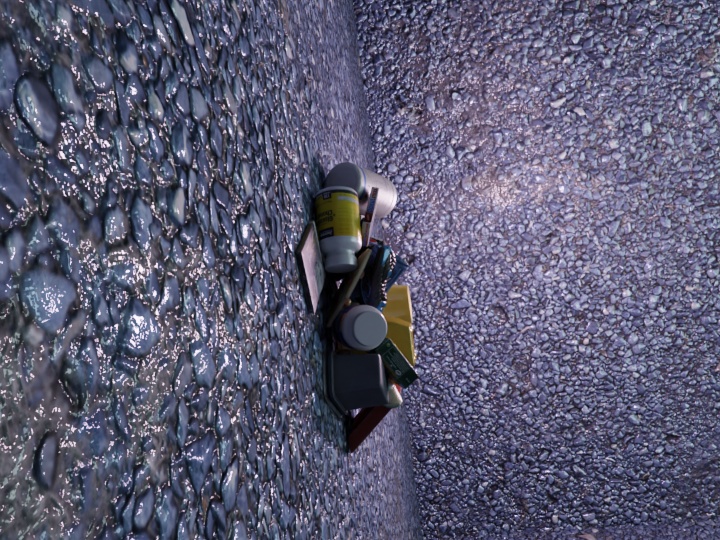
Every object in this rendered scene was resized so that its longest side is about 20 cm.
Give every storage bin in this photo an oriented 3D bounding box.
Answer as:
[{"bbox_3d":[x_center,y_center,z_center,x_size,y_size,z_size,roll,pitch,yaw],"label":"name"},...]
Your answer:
[{"bbox_3d":[-0.006,0.264,1.469,0.200,0.134,0.146,72,13,-60],"label":"storage bin"}]

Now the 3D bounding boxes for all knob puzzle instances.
[{"bbox_3d":[-0.018,0.033,1.522,0.220,0.030,0.220,-59,-173,12],"label":"knob puzzle"}]

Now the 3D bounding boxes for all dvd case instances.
[{"bbox_3d":[-0.110,-0.012,1.369,0.200,0.016,0.149,-82,163,-66],"label":"dvd case"}]

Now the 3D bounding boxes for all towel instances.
[{"bbox_3d":[0.031,0.027,1.625,0.200,0.111,0.049,-52,-159,28],"label":"towel"}]

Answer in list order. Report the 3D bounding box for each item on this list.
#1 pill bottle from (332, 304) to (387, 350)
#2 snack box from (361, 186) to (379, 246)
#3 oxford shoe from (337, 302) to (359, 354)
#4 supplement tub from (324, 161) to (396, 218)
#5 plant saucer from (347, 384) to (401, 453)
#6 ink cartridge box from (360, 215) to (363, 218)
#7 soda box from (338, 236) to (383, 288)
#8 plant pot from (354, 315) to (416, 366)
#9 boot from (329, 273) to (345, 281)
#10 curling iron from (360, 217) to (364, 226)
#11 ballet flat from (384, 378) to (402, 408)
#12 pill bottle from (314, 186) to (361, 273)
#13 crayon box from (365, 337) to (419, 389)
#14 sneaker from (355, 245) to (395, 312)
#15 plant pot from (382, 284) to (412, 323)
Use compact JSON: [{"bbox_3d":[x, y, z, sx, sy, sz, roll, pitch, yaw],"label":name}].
[{"bbox_3d":[0.000,0.141,1.485,0.200,0.112,0.113,162,-78,-77],"label":"pill bottle"},{"bbox_3d":[0.025,-0.146,1.594,0.200,0.024,0.072,-77,177,-55],"label":"snack box"},{"bbox_3d":[-0.025,0.184,1.621,0.071,0.074,0.201,-38,122,-85],"label":"oxford shoe"},{"bbox_3d":[0.001,-0.229,1.740,0.200,0.132,0.132,11,70,-56],"label":"supplement tub"},{"bbox_3d":[0.036,0.388,1.664,0.037,0.200,0.200,40,9,1],"label":"plant saucer"},{"bbox_3d":[-0.021,-0.095,1.889,0.146,0.082,0.201,61,23,-72],"label":"ink cartridge box"},{"bbox_3d":[0.000,0.000,1.674,0.063,0.071,0.200,-90,-160,-55],"label":"soda box"},{"bbox_3d":[0.060,0.227,1.762,0.194,0.199,0.196,2,82,-83],"label":"plant pot"},{"bbox_3d":[-0.056,-0.045,1.668,0.200,0.073,0.155,64,28,-76],"label":"boot"},{"bbox_3d":[-0.006,-0.059,1.698,0.050,0.025,0.201,-71,176,-65],"label":"curling iron"},{"bbox_3d":[0.040,0.290,1.581,0.200,0.067,0.063,33,-48,52],"label":"ballet flat"},{"bbox_3d":[-0.055,-0.101,1.505,0.112,0.112,0.201,60,24,-72],"label":"pill bottle"},{"bbox_3d":[0.069,0.231,1.563,0.126,0.052,0.200,52,-10,-6],"label":"crayon box"},{"bbox_3d":[0.032,0.020,1.543,0.073,0.082,0.201,-24,136,-47],"label":"sneaker"},{"bbox_3d":[0.077,0.125,2.047,0.201,0.188,0.202,-8,90,-83],"label":"plant pot"}]
